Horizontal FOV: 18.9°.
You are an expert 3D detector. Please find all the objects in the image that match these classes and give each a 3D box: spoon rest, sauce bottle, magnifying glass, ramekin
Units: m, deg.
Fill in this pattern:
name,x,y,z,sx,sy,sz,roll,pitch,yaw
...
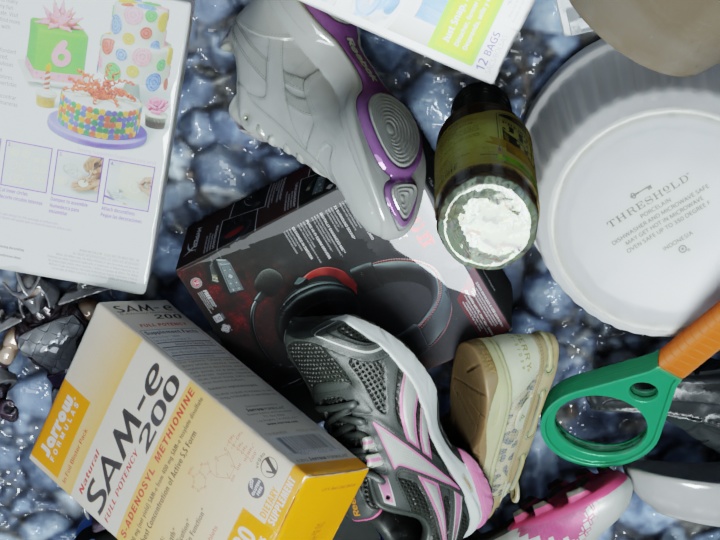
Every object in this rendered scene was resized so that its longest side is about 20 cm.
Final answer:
name,x,y,z,sx,sy,sz,roll,pitch,yaw
spoon rest,0.277,0.152,1.506,0.199,0.099,0.061,12,90,-17
sauce bottle,0.077,-0.067,1.344,0.064,0.200,0.065,1,116,1
magnifying glass,0.191,0.071,1.416,0.079,0.022,0.200,28,137,-17
ramekin,0.199,-0.049,1.404,0.201,0.094,0.204,1,116,3

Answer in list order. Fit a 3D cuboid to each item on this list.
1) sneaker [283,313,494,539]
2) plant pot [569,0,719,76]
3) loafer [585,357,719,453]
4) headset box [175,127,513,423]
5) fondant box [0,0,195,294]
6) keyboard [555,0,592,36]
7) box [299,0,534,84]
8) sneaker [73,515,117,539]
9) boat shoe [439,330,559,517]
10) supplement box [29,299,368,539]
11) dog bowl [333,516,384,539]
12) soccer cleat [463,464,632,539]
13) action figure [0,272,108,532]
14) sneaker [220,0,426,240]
name,x,y,z,sx,sy,sz,roll,pitch,yaw
sneaker,0.013,0.117,1.400,0.080,0.086,0.200,-15,119,47
plant pot,0.212,-0.215,1.284,0.199,0.200,0.174,30,126,-10
loafer,0.252,0.097,1.480,0.199,0.068,0.071,3,99,-2
headset box,0.000,0.000,1.449,0.199,0.075,0.149,-26,111,14
fondant box,-0.193,-0.097,1.413,0.143,0.058,0.201,10,108,-2
keyboard,0.221,-0.198,1.382,0.199,0.011,0.057,-12,109,9
box,0.015,-0.216,1.333,0.199,0.101,0.113,23,114,-7
sneaker,-0.120,0.192,1.545,0.199,0.078,0.070,-21,113,13
boat shoe,0.095,0.111,1.472,0.062,0.074,0.200,-16,150,-15
supplement box,-0.108,0.124,1.392,0.200,0.073,0.127,36,110,29
dog bowl,-0.052,0.262,1.507,0.199,0.200,0.079,-25,110,14
soccer cleat,0.126,0.205,1.522,0.200,0.070,0.087,-32,89,37
action figure,-0.195,0.084,1.506,0.129,0.069,0.201,-18,110,17
sneaker,-0.025,-0.095,1.373,0.099,0.201,0.075,-39,152,26
